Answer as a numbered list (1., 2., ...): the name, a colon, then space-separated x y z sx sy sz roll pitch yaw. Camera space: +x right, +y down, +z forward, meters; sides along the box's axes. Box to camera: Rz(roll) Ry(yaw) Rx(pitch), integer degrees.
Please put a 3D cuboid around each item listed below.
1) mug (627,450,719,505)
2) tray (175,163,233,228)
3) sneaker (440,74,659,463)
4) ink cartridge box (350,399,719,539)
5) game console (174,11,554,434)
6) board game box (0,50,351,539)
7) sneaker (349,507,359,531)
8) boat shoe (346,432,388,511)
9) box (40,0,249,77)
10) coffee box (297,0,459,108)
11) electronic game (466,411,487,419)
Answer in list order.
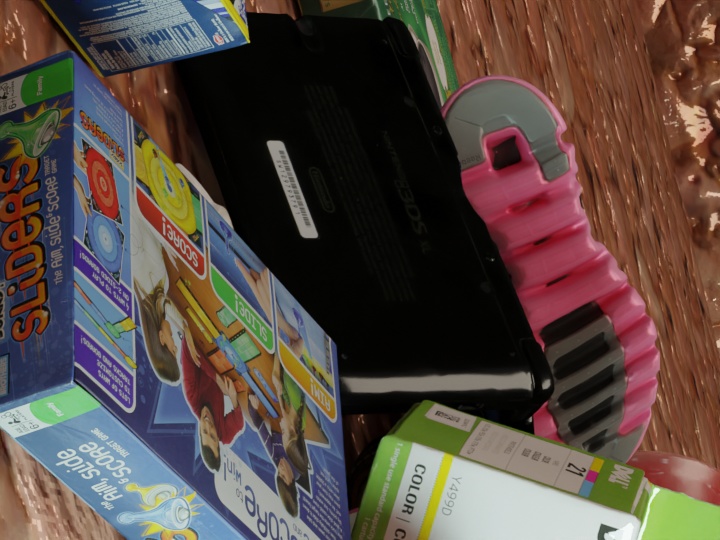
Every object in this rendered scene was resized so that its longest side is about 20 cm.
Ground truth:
1. mug: 0.166 0.232 1.609 0.178 0.133 0.200 56 26 -52
2. tray: -0.046 0.059 1.093 0.107 0.022 0.200 -61 135 -74
3. sneaker: 0.079 0.004 1.314 0.095 0.079 0.200 -174 -114 -74
4. ink cartridge box: 0.088 0.152 1.061 0.076 0.200 0.148 -34 141 -77
5. game console: 0.000 0.000 1.201 0.176 0.116 0.200 0 55 -33
6. board game box: -0.062 0.036 0.952 0.200 0.034 0.135 50 28 -47
7. sneaker: 0.061 0.174 1.179 0.200 0.074 0.087 32 65 -32
8. boat shoe: 0.042 0.173 1.263 0.200 0.072 0.068 62 13 -7
9. box: -0.103 -0.150 0.977 0.200 0.064 0.070 56 23 -59
10. coffee box: 0.016 -0.111 1.518 0.200 0.044 0.123 -17 92 -78
11. electronic game: 0.055 0.096 1.358 0.200 0.042 0.200 62 -5 9
